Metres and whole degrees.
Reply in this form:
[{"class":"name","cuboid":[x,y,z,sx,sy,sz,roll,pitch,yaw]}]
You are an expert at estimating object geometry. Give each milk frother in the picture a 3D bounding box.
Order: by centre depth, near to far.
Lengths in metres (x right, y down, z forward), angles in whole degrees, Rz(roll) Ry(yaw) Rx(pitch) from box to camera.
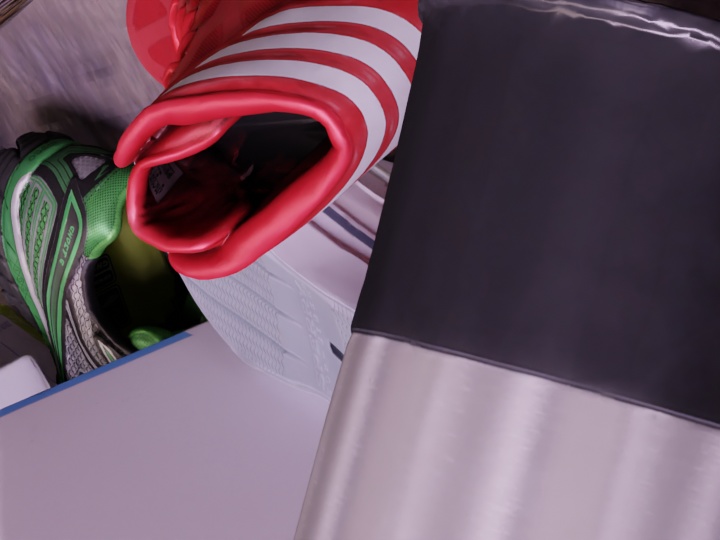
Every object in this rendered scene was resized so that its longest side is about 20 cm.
[{"class":"milk frother","cuboid":[0.068,0.046,0.456,0.179,0.190,0.200,14,176,9]}]

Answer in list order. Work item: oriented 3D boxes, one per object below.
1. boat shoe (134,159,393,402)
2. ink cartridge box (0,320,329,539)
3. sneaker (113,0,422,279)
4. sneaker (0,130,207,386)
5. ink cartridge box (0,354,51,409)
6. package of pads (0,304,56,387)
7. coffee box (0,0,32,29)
[{"class":"boat shoe","cuboid":[0.000,0.000,0.704,0.200,0.066,0.074,41,147,46]},{"class":"ink cartridge box","cuboid":[-0.017,0.134,0.760,0.146,0.146,0.201,-110,-2,-60]},{"class":"sneaker","cuboid":[-0.042,-0.057,0.640,0.079,0.115,0.199,58,154,-15]},{"class":"sneaker","cuboid":[-0.080,0.044,0.884,0.085,0.078,0.201,14,135,52]},{"class":"ink cartridge box","cuboid":[-0.195,0.112,0.915,0.084,0.145,0.200,61,156,-2]},{"class":"package of pads","cuboid":[-0.115,0.119,1.055,0.199,0.068,0.155,33,150,34]},{"class":"coffee box","cuboid":[-0.154,-0.110,0.764,0.080,0.113,0.200,54,155,-7]}]
